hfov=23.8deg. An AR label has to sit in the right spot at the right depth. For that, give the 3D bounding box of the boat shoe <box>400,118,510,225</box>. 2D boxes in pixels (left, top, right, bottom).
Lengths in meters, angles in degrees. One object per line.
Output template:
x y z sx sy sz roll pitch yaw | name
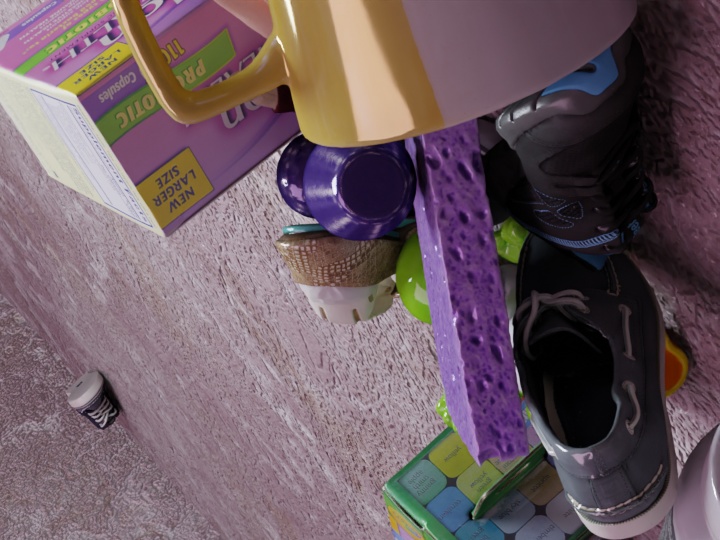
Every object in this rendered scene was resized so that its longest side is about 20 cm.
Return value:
0.029 -0.060 0.988 0.069 0.057 0.200 58 163 -23 | boat shoe

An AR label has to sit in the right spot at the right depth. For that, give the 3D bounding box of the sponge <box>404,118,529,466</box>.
0.047 -0.016 0.845 0.112 0.030 0.201 -114 14 -78 | sponge

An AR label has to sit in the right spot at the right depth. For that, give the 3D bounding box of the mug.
0.005 -0.142 0.680 0.149 0.186 0.154 8 126 53 | mug

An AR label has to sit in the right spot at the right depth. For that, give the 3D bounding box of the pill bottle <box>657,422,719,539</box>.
0.202 0.133 0.821 0.113 0.113 0.200 45 164 22 | pill bottle

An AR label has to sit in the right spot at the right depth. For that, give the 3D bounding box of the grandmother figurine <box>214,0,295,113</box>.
-0.023 -0.132 0.880 0.200 0.121 0.061 35 -168 -30 | grandmother figurine

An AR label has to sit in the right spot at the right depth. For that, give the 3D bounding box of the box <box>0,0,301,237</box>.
-0.109 -0.127 1.006 0.200 0.176 0.097 26 150 58 | box

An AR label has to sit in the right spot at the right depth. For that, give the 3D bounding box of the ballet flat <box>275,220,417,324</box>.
0.000 0.000 1.045 0.070 0.066 0.200 3 -176 19 | ballet flat

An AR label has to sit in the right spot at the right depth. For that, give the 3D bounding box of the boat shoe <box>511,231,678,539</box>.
0.108 0.035 0.834 0.062 0.073 0.201 53 -159 -40 | boat shoe

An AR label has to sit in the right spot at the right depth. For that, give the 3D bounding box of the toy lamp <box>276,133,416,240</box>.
-0.008 -0.047 0.878 0.058 0.058 0.200 55 177 -10 | toy lamp

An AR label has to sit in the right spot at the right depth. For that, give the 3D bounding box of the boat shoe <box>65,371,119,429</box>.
-0.453 0.230 2.952 0.093 0.075 0.200 48 173 -10 | boat shoe

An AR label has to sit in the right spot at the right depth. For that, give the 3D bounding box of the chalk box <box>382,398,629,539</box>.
0.101 0.169 1.165 0.124 0.124 0.200 43 161 29 | chalk box

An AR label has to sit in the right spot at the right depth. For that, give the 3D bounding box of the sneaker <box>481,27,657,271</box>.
0.107 -0.054 0.776 0.082 0.073 0.200 46 174 7 | sneaker

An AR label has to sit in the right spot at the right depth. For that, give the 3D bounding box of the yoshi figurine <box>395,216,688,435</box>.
0.084 0.031 0.967 0.200 0.112 0.112 34 141 53 | yoshi figurine
